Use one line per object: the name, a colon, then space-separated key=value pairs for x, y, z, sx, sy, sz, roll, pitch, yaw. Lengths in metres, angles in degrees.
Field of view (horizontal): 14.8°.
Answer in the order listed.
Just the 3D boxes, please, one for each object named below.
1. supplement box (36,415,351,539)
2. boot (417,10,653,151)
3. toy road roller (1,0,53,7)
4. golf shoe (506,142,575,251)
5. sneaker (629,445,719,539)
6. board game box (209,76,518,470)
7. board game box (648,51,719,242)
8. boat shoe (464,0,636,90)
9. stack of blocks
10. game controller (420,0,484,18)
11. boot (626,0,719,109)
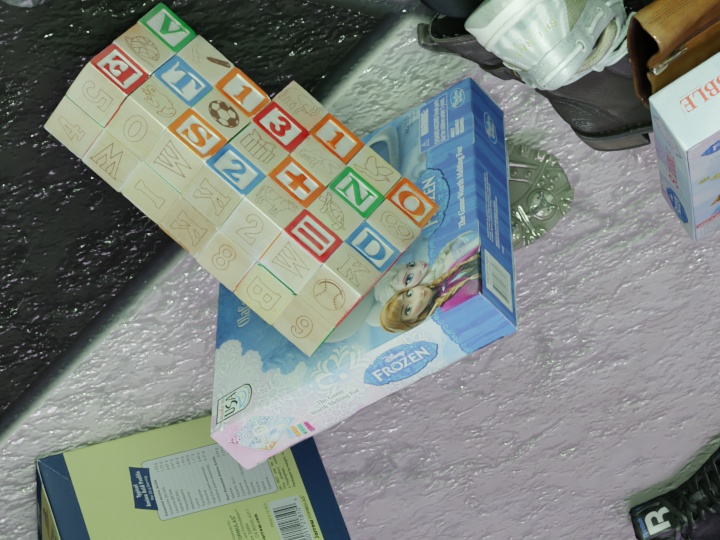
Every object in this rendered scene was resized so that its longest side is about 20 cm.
supplement box: x=-0.114 y=0.225 z=1.996 sx=0.199 sy=0.200 sz=0.134 roll=-14 pitch=148 yaw=-14
boot: x=0.157 y=-0.142 z=1.678 sx=0.200 sy=0.069 sz=0.174 roll=-23 pitch=145 yaw=31
toy road roller: x=-0.117 y=-0.227 z=1.337 sx=0.200 sy=0.123 sz=0.146 roll=-12 pitch=138 yaw=-17
golf shoe: x=0.042 y=-0.028 z=1.843 sx=0.200 sy=0.078 sz=0.097 roll=-19 pitch=176 yaw=-7
sneaker: x=0.293 y=0.201 z=2.366 sx=0.112 sy=0.073 sz=0.200 roll=-14 pitch=151 yaw=-18
board game box: x=0.000 y=0.000 z=1.688 sx=0.199 sy=0.200 sz=0.043 roll=-30 pitch=126 yaw=24
board game box: x=0.265 y=-0.109 z=1.618 sx=0.200 sy=0.041 sz=0.200 roll=-33 pitch=164 yaw=-2
boat shoe: x=0.113 y=-0.129 z=1.533 sx=0.074 sy=0.065 sz=0.202 roll=-40 pitch=172 yaw=12
stack of blocks: x=-0.066 y=-0.058 z=1.571 sx=0.059 sy=0.200 sz=0.115 roll=-50 pitch=179 yaw=37
game controller: x=0.100 y=-0.214 z=1.459 sx=0.200 sy=0.042 sz=0.104 roll=-39 pitch=152 yaw=9
boot: x=0.241 y=-0.157 z=1.573 sx=0.200 sy=0.068 sz=0.188 roll=-43 pitch=166 yaw=-5
